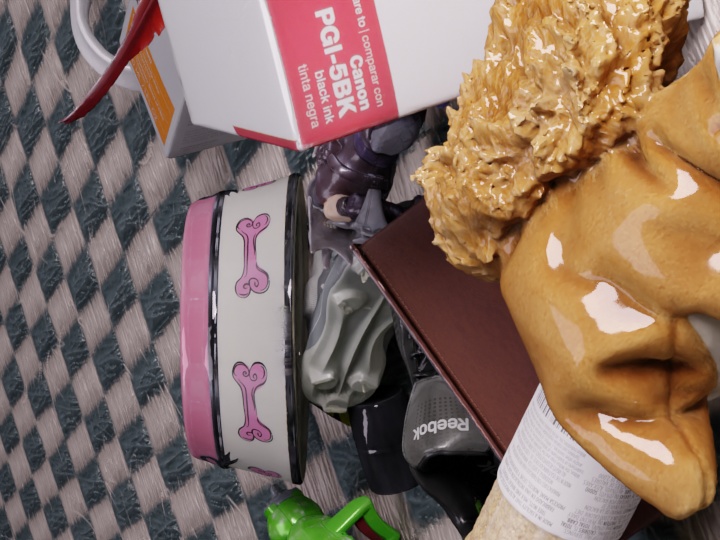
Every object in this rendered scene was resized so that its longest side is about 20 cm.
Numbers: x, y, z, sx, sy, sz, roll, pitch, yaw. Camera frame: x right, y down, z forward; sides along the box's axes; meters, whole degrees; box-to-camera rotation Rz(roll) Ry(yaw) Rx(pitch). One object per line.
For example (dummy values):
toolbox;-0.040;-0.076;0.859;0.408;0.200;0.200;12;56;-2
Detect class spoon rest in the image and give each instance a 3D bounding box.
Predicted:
spoon rest;-0.205;-0.226;1.719;0.200;0.060;0.099;66;158;20

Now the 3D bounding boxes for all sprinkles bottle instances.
sprinkles bottle;0.103;0.086;1.026;0.068;0.068;0.200;52;127;46

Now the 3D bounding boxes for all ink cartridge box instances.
ink cartridge box;0.027;-0.124;0.977;0.147;0.200;0.083;21;128;66

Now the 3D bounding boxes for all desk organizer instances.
desk organizer;0.088;0.046;1.120;0.200;0.077;0.072;55;-169;8

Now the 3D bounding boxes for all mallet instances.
mallet;-0.004;0.106;1.484;0.200;0.041;0.066;-177;69;-74

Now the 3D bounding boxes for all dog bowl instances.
dog bowl;-0.073;0.038;1.435;0.200;0.074;0.201;-1;-90;-88

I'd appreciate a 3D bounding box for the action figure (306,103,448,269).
action figure;0.016;-0.081;1.201;0.200;0.069;0.130;117;152;-49

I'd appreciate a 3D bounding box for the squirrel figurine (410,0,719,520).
squirrel figurine;0.117;-0.046;0.847;0.200;0.141;0.187;38;140;17

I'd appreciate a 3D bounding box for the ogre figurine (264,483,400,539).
ogre figurine;-0.010;0.216;1.504;0.200;0.098;0.120;-109;-5;-56

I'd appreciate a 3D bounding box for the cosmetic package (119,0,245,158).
cosmetic package;-0.100;-0.168;1.467;0.200;0.071;0.102;117;134;-61

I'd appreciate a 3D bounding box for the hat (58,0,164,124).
hat;-0.095;-0.205;1.268;0.166;0.176;0.201;-179;74;-69

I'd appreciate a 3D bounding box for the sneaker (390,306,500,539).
sneaker;0.055;0.068;1.194;0.066;0.090;0.200;-24;85;29

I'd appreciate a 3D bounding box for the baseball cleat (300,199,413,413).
baseball cleat;0.000;0.000;1.337;0.200;0.070;0.107;121;150;-48
